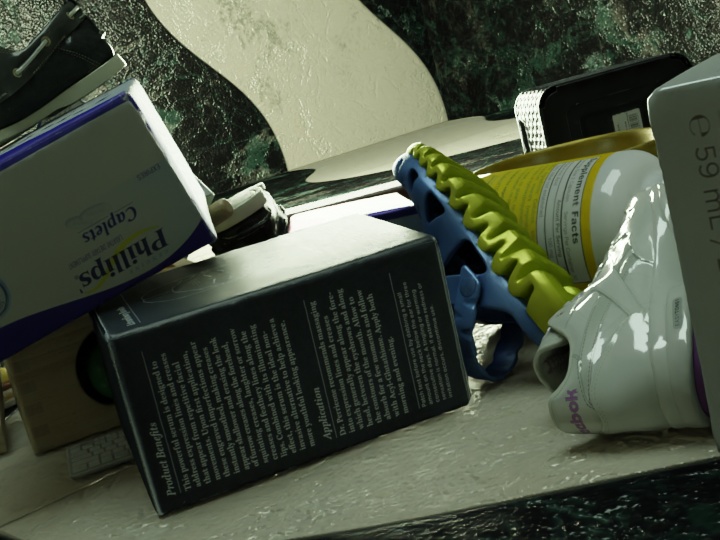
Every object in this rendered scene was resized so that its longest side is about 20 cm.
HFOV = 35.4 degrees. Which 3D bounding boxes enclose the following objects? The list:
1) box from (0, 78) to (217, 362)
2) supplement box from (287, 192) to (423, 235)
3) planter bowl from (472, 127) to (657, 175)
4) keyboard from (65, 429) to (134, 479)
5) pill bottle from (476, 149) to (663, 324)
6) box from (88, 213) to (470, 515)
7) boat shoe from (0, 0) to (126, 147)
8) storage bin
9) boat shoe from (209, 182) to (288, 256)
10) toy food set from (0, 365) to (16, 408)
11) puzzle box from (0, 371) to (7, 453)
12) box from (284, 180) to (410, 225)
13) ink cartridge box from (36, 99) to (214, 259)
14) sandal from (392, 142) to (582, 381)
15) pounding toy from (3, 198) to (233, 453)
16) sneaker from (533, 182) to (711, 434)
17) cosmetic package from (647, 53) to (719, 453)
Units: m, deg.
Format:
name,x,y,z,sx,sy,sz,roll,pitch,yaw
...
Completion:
name,x,y,z,sx,sy,sz,roll,pitch,yaw
box,-0.202,-0.037,0.743,0.182,0.106,0.200,-30,16,-4
supplement box,0.000,0.000,0.897,0.100,0.105,0.200,-12,8,-1
planter bowl,0.208,-0.074,1.090,0.198,0.085,0.200,-14,10,2
keyboard,-0.104,0.101,0.777,0.198,0.011,0.056,-17,10,-14
pill bottle,0.158,-0.022,0.781,0.198,0.113,0.111,-5,13,41
box,-0.056,0.047,0.699,0.198,0.109,0.148,-17,13,-15
boat shoe,-0.251,-0.116,0.761,0.071,0.068,0.200,-11,26,50
storage bin,0.301,-0.173,1.362,0.197,0.137,0.094,-16,9,-8
boat shoe,-0.094,-0.032,0.962,0.074,0.067,0.199,-33,9,-10
toy food set,-0.370,0.098,1.053,0.142,0.061,0.199,-6,12,41
puzzle box,-0.358,0.105,0.918,0.131,0.026,0.200,-13,25,-14
box,-0.015,-0.020,1.074,0.197,0.102,0.075,-12,9,11
ink cartridge box,-0.247,-0.055,1.093,0.040,0.200,0.201,-24,-30,-51
sandal,0.067,-0.006,0.727,0.079,0.087,0.201,24,25,-41
pounding toy,-0.191,0.036,0.886,0.182,0.144,0.200,-18,10,-19
sneaker,0.141,0.016,0.614,0.098,0.076,0.201,-17,23,22
cosmetic package,0.255,-0.031,0.503,0.198,0.170,0.166,-10,9,29
